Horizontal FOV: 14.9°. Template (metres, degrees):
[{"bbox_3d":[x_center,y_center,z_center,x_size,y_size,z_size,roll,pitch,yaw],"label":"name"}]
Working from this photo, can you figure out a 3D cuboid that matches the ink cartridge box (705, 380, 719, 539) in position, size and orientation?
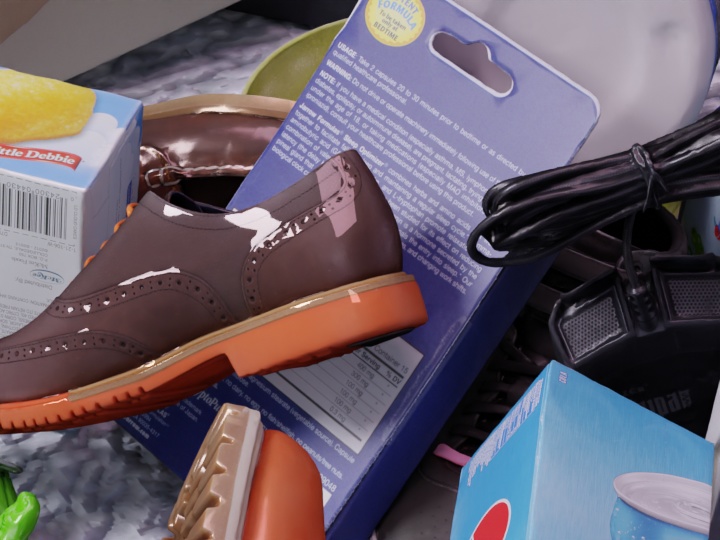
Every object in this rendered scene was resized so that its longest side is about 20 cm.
[{"bbox_3d":[0.220,0.088,0.939,0.199,0.146,0.084,2,38,-5],"label":"ink cartridge box"}]

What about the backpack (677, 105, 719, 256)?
[{"bbox_3d":[0.214,-0.017,1.030,0.146,0.201,0.183,-14,42,-25],"label":"backpack"}]

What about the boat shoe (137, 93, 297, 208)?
[{"bbox_3d":[-0.089,-0.027,1.099,0.199,0.070,0.071,0,56,18],"label":"boat shoe"}]

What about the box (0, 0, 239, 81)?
[{"bbox_3d":[-0.134,-0.145,1.223,0.200,0.078,0.095,-29,50,-25],"label":"box"}]

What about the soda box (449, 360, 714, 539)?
[{"bbox_3d":[0.064,0.126,0.864,0.068,0.064,0.200,27,40,-12],"label":"soda box"}]

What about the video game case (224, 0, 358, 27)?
[{"bbox_3d":[0.016,-0.170,1.349,0.199,0.026,0.181,12,37,6],"label":"video game case"}]

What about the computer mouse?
[{"bbox_3d":[0.130,0.016,0.957,0.140,0.200,0.046,-21,38,12],"label":"computer mouse"}]

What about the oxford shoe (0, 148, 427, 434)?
[{"bbox_3d":[-0.075,0.012,0.977,0.199,0.073,0.071,-16,-4,17],"label":"oxford shoe"}]

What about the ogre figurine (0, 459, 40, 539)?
[{"bbox_3d":[-0.177,0.115,0.891,0.119,0.098,0.201,20,51,-12],"label":"ogre figurine"}]

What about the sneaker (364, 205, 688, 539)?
[{"bbox_3d":[0.061,0.038,1.018,0.070,0.099,0.200,23,41,18],"label":"sneaker"}]

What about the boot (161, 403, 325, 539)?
[{"bbox_3d":[-0.009,0.133,0.724,0.107,0.075,0.201,7,62,-15],"label":"boot"}]

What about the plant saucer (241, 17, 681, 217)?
[{"bbox_3d":[0.045,-0.048,1.187,0.199,0.031,0.200,4,38,-3],"label":"plant saucer"}]

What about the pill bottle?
[{"bbox_3d":[0.091,-0.103,1.105,0.113,0.114,0.200,12,15,7],"label":"pill bottle"}]

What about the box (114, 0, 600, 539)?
[{"bbox_3d":[0.000,0.000,1.002,0.121,0.200,0.032,38,8,35],"label":"box"}]

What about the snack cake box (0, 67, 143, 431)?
[{"bbox_3d":[-0.188,-0.023,1.048,0.199,0.115,0.067,14,37,8],"label":"snack cake box"}]
